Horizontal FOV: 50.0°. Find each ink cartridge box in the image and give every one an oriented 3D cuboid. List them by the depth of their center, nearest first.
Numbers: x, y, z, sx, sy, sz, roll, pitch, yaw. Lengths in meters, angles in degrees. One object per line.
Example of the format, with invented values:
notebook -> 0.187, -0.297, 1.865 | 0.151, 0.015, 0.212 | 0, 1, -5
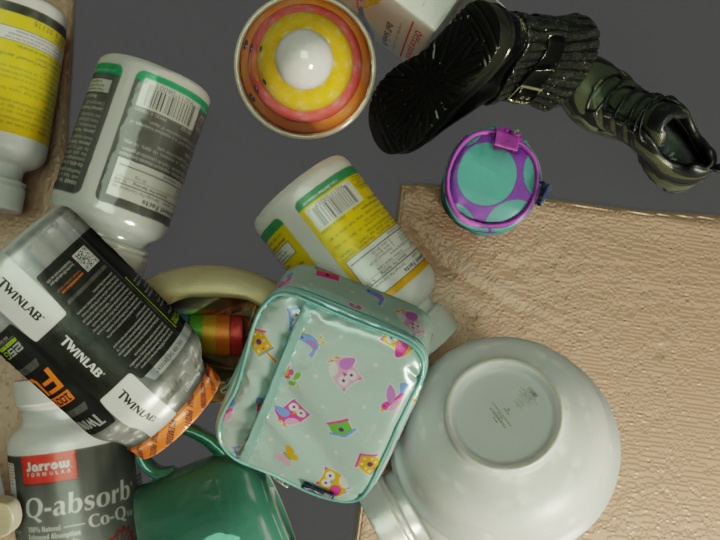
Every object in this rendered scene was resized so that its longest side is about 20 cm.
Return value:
ink cartridge box -> 0.035, -0.275, 0.769 | 0.200, 0.117, 0.067 | 36, 84, -1

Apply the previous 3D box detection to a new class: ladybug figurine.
ladybug figurine -> -0.145, 0.058, 0.751 | 0.199, 0.072, 0.136 | 5, 102, -5

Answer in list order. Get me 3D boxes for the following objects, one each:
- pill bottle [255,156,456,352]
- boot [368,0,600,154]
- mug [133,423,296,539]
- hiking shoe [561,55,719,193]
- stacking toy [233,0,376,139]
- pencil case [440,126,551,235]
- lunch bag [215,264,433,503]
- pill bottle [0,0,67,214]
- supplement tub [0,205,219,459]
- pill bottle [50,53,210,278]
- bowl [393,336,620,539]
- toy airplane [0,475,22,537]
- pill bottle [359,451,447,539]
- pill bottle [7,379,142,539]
pill bottle -> 0.000, 0.000, 0.744 | 0.113, 0.113, 0.200 | -39, 89, -5
boot -> 0.122, -0.183, 0.775 | 0.158, 0.211, 0.080 | -9, 75, -41
mug -> -0.128, 0.233, 0.701 | 0.114, 0.152, 0.185 | -22, 118, -7
hiking shoe -> 0.287, -0.163, 0.787 | 0.200, 0.101, 0.076 | 38, 84, 0
stacking toy -> -0.052, -0.194, 0.709 | 0.146, 0.200, 0.147 | -1, 100, -3
pencil case -> 0.118, -0.080, 0.721 | 0.085, 0.200, 0.093 | 31, 95, 2
lunch bag -> -0.038, 0.103, 0.675 | 0.160, 0.077, 0.200 | 22, 115, -2
pill bottle -> -0.352, -0.159, 0.739 | 0.111, 0.111, 0.201 | 7, 86, -3
supplement tub -> -0.220, 0.055, 0.643 | 0.123, 0.123, 0.200 | -44, 105, -5
pill bottle -> -0.227, -0.094, 0.742 | 0.113, 0.113, 0.201 | 18, 85, -3
bowl -> 0.122, 0.135, 0.659 | 0.200, 0.090, 0.202 | -5, 62, 9
toy airplane -> -0.410, 0.220, 0.705 | 0.200, 0.141, 0.199 | 28, 125, -4
pill bottle -> 0.100, 0.196, 0.746 | 0.200, 0.113, 0.113 | -28, 89, -5
pill bottle -> -0.264, 0.196, 0.720 | 0.115, 0.116, 0.201 | -8, 87, -4
